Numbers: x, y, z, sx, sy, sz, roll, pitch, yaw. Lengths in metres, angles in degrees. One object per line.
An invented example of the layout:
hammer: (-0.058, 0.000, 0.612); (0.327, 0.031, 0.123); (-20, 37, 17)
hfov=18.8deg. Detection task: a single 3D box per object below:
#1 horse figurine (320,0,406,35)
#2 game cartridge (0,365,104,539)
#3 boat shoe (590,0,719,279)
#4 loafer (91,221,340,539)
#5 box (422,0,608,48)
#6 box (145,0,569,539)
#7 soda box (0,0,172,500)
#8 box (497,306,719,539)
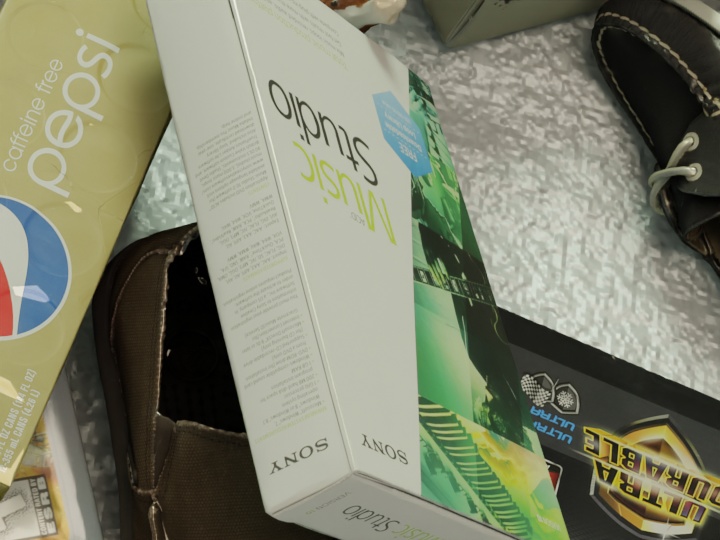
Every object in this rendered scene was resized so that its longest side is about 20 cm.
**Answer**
horse figurine: (0.057, -0.169, 0.794); (0.050, 0.132, 0.200); (33, 59, -38)
game cartridge: (-0.160, 0.062, 0.726); (0.133, 0.042, 0.200); (-7, 71, -27)
boat shoe: (0.151, -0.028, 0.861); (0.060, 0.074, 0.200); (-34, 82, -20)
loafer: (-0.042, 0.072, 0.693); (0.073, 0.071, 0.200); (-11, 71, -23)
box: (0.114, -0.160, 0.903); (0.200, 0.068, 0.082); (-19, 74, -26)
box: (0.000, 0.000, 0.710); (0.144, 0.036, 0.200); (29, 40, -54)
soda box: (-0.115, -0.018, 0.722); (0.068, 0.064, 0.200); (25, 62, -9)
box: (0.038, 0.113, 0.772); (0.200, 0.050, 0.199); (24, 61, -9)
